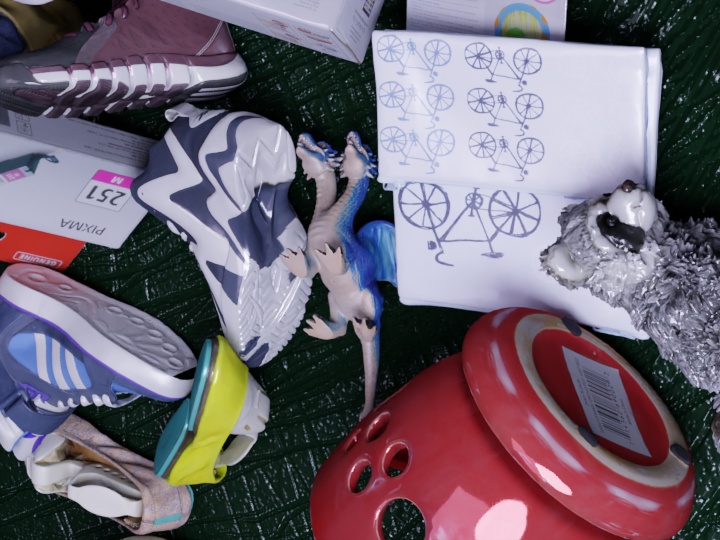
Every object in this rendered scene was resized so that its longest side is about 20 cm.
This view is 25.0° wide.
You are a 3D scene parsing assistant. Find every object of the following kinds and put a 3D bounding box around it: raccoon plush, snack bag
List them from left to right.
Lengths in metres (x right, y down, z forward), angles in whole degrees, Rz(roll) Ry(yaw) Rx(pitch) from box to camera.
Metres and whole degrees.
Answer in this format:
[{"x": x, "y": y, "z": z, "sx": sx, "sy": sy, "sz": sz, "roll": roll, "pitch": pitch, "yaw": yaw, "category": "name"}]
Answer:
[{"x": 0.097, "y": -0.054, "z": 1.044, "sx": 0.187, "sy": 0.021, "sz": 0.202, "roll": 8, "pitch": 116, "yaw": 22, "category": "snack bag"}, {"x": 0.179, "y": 0.042, "z": 0.982, "sx": 0.133, "sy": 0.097, "sz": 0.202, "roll": 2, "pitch": 104, "yaw": 17, "category": "raccoon plush"}]

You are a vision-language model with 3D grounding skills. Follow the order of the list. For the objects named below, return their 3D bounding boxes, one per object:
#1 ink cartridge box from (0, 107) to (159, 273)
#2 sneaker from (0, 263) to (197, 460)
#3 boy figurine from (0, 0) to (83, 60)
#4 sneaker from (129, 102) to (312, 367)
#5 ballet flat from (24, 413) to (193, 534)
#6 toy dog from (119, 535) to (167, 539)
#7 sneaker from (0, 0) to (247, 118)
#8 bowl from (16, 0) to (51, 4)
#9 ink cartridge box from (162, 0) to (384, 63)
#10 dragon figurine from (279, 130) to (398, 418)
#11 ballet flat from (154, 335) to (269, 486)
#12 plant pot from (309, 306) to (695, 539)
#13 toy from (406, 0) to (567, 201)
[{"x": -0.270, "y": -0.053, "z": 1.235, "sx": 0.174, "sy": 0.199, "sz": 0.044, "roll": -47, "pitch": 46, "yaw": 34, "category": "ink cartridge box"}, {"x": -0.228, "y": 0.098, "z": 1.302, "sx": 0.199, "sy": 0.080, "sz": 0.148, "roll": 27, "pitch": 110, "yaw": 22, "category": "sneaker"}, {"x": -0.264, "y": -0.176, "z": 1.193, "sx": 0.124, "sy": 0.200, "sz": 0.065, "roll": 37, "pitch": 105, "yaw": 3, "category": "boy figurine"}, {"x": -0.108, "y": -0.034, "z": 1.195, "sx": 0.129, "sy": 0.079, "sz": 0.200, "roll": 27, "pitch": 138, "yaw": 39, "category": "sneaker"}, {"x": -0.229, "y": 0.165, "z": 1.338, "sx": 0.199, "sy": 0.067, "sz": 0.069, "roll": 16, "pitch": 112, "yaw": 32, "category": "ballet flat"}, {"x": -0.199, "y": 0.297, "z": 1.328, "sx": 0.200, "sy": 0.139, "sz": 0.195, "roll": -47, "pitch": 41, "yaw": 35, "category": "toy dog"}, {"x": -0.179, "y": -0.174, "z": 1.149, "sx": 0.075, "sy": 0.199, "sz": 0.117, "roll": -20, "pitch": 81, "yaw": 50, "category": "sneaker"}, {"x": -0.242, "y": -0.307, "z": 1.156, "sx": 0.199, "sy": 0.075, "sz": 0.201, "roll": 30, "pitch": 73, "yaw": 24, "category": "bowl"}, {"x": -0.067, "y": -0.255, "z": 1.068, "sx": 0.199, "sy": 0.084, "sz": 0.177, "roll": 20, "pitch": 87, "yaw": 15, "category": "ink cartridge box"}, {"x": 0.000, "y": 0.000, "z": 1.141, "sx": 0.058, "sy": 0.100, "sz": 0.201, "roll": -8, "pitch": 116, "yaw": 34, "category": "dragon figurine"}, {"x": -0.104, "y": 0.109, "z": 1.212, "sx": 0.066, "sy": 0.067, "sz": 0.200, "roll": 14, "pitch": 147, "yaw": -11, "category": "ballet flat"}, {"x": 0.093, "y": 0.136, "z": 1.025, "sx": 0.201, "sy": 0.200, "sz": 0.183, "roll": 47, "pitch": 119, "yaw": 16, "category": "plant pot"}, {"x": 0.087, "y": -0.154, "z": 1.049, "sx": 0.114, "sy": 0.047, "sz": 0.202, "roll": 15, "pitch": 115, "yaw": 27, "category": "toy"}]
